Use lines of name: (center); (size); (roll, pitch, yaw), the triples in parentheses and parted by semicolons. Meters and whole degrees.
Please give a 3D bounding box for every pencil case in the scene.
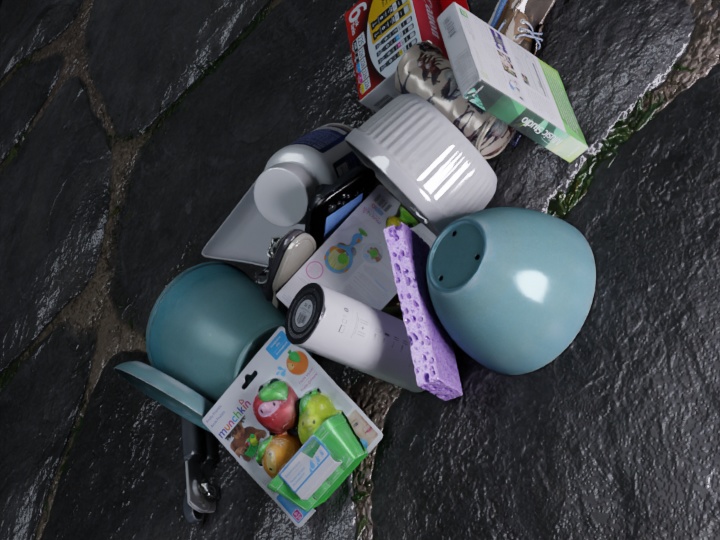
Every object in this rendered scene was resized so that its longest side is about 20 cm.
pencil case: (0.127, -0.230, 1.471); (0.089, 0.078, 0.200); (-40, 56, -7)

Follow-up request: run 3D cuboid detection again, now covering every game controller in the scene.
game controller: (-0.029, -0.066, 1.472); (0.104, 0.200, 0.042); (-27, 69, -17)

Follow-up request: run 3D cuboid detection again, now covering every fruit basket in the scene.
fruit basket: (-0.095, 0.207, 1.445); (0.200, 0.094, 0.185); (44, 108, 8)

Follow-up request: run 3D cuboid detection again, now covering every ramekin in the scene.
ramekin: (0.084, -0.134, 1.417); (0.105, 0.200, 0.200); (-45, 40, 2)

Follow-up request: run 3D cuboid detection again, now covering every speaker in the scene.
speaker: (0.008, 0.086, 1.371); (0.081, 0.199, 0.082); (-32, 46, 41)

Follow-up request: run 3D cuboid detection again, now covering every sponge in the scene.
sponge: (0.078, 0.051, 1.344); (0.030, 0.112, 0.201); (-18, 70, 17)

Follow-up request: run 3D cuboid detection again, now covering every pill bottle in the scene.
pill bottle: (-0.067, -0.129, 1.537); (0.111, 0.111, 0.200); (-36, 3, 31)

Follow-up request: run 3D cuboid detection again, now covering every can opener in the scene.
can opener: (-0.255, 0.286, 1.681); (0.067, 0.053, 0.201); (-39, 43, 27)

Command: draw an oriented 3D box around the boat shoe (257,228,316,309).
boat shoe: (-0.108, -0.011, 1.472); (0.073, 0.063, 0.200); (-40, -11, -21)

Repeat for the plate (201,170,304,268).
plate: (-0.110, -0.070, 1.654); (0.199, 0.032, 0.200); (10, 52, 32)

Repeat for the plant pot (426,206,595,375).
plant pot: (0.155, 0.007, 1.298); (0.199, 0.134, 0.201); (-26, 52, 38)

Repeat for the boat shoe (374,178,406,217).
boat shoe: (0.048, -0.151, 1.562); (0.072, 0.072, 0.201); (32, 95, 52)

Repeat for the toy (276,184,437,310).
toy: (0.000, 0.000, 1.452); (0.115, 0.047, 0.200); (43, 91, 8)

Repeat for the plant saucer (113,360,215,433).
plant saucer: (-0.263, 0.183, 1.592); (0.200, 0.200, 0.028); (9, 64, 51)

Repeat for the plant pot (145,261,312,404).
plant pot: (-0.174, 0.110, 1.587); (0.187, 0.200, 0.201); (24, 88, 44)

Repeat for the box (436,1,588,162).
box: (0.185, -0.227, 1.345); (0.036, 0.199, 0.145); (-41, 42, 32)

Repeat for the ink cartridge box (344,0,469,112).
ink cartridge box: (0.073, -0.350, 1.639); (0.175, 0.084, 0.201); (-36, 45, 30)

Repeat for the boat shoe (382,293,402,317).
boat shoe: (0.009, 0.027, 1.526); (0.199, 0.063, 0.074); (12, 63, 48)

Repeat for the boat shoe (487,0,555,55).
boat shoe: (0.210, -0.315, 1.480); (0.200, 0.072, 0.073); (-53, 43, 29)
